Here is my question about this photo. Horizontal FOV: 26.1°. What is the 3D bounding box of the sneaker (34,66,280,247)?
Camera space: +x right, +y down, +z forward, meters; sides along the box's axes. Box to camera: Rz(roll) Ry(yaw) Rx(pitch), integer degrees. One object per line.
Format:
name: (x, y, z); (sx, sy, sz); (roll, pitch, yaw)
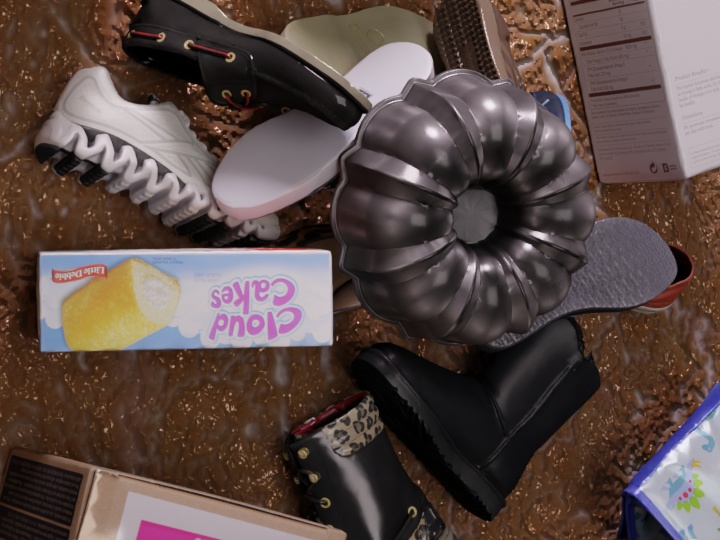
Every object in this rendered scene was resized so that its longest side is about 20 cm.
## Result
sneaker: (-0.137, -0.079, 1.136); (0.199, 0.075, 0.082); (29, 67, -28)

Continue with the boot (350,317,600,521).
boot: (0.099, 0.082, 1.272); (0.169, 0.076, 0.201); (-50, 118, -18)

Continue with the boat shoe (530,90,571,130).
boat shoe: (0.134, -0.085, 1.258); (0.068, 0.201, 0.085); (7, 126, 0)

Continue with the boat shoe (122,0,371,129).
boat shoe: (-0.082, -0.141, 1.102); (0.064, 0.200, 0.074); (-59, 155, -8)

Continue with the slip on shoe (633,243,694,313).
slip on shoe: (0.208, -0.007, 1.334); (0.198, 0.061, 0.075); (10, 54, -34)

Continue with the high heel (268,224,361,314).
high heel: (0.000, 0.000, 1.173); (0.198, 0.142, 0.072); (-20, 102, -29)

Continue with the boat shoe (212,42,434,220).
boat shoe: (-0.022, -0.089, 1.144); (0.200, 0.071, 0.068); (-40, 146, -23)

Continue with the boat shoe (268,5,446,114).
boat shoe: (0.002, -0.161, 1.225); (0.200, 0.063, 0.074); (-11, 66, -43)

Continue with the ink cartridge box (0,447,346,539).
ink cartridge box: (-0.136, 0.186, 1.080); (0.198, 0.164, 0.076); (20, 80, -29)

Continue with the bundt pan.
bundt pan: (0.082, -0.040, 1.098); (0.199, 0.076, 0.205); (-3, 99, -20)

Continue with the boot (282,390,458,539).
boot: (-0.033, 0.204, 1.201); (0.203, 0.073, 0.155); (-32, 102, -27)

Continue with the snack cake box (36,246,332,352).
snack cake box: (-0.125, 0.018, 1.083); (0.197, 0.115, 0.068); (-1, 91, -12)

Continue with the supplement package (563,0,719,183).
supplement package: (0.265, -0.188, 1.348); (0.116, 0.117, 0.203); (-17, 99, -29)

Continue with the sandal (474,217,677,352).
sandal: (0.165, 0.009, 1.263); (0.198, 0.043, 0.077); (-16, 82, -20)

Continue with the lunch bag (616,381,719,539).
lunch bag: (0.321, 0.214, 1.380); (0.170, 0.127, 0.201); (-41, 120, -24)

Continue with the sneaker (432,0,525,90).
sneaker: (0.107, -0.124, 1.213); (0.075, 0.070, 0.203); (24, 54, -47)
